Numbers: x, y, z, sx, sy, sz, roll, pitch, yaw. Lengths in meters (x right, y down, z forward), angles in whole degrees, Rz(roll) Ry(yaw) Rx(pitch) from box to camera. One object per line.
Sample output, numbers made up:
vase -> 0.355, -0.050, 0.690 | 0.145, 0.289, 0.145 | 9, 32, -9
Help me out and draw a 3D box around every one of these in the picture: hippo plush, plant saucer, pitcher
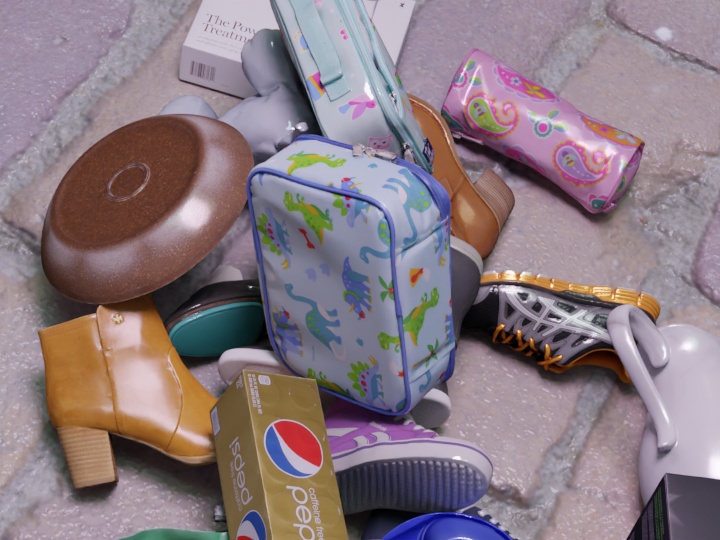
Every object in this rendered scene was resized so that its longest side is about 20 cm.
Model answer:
hippo plush -> -0.103, -0.097, 1.551 | 0.160, 0.160, 0.201 | -25, 41, 8
plant saucer -> -0.183, -0.062, 1.419 | 0.199, 0.037, 0.201 | -17, 44, 17
pitcher -> 0.269, 0.132, 1.426 | 0.171, 0.121, 0.201 | 29, 40, -35

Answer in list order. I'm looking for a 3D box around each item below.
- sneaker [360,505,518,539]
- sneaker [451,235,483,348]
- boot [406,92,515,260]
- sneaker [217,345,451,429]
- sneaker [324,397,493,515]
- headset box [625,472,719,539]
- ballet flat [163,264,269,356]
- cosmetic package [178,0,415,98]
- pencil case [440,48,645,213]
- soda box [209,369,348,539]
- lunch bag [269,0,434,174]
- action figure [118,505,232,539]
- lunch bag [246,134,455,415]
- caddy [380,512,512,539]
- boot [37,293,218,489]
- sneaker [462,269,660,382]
sneaker -> 0.101, 0.216, 1.379 | 0.199, 0.070, 0.109 | 14, 54, 3
sneaker -> 0.000, 0.000, 1.441 | 0.199, 0.075, 0.106 | 16, 40, 3
boot -> 0.035, -0.073, 1.563 | 0.200, 0.077, 0.155 | 42, 42, 0
sneaker -> -0.021, 0.071, 1.466 | 0.199, 0.071, 0.100 | 10, 49, -10
sneaker -> 0.031, 0.127, 1.360 | 0.200, 0.073, 0.115 | -7, 43, 42
headset box -> 0.291, 0.242, 1.316 | 0.173, 0.200, 0.093 | 8, 52, -7
ballet flat -> -0.087, 0.029, 1.488 | 0.199, 0.068, 0.069 | -6, 45, -28
cosmetic package -> -0.059, -0.225, 1.687 | 0.199, 0.052, 0.151 | 16, 50, 1
pencil case -> 0.169, -0.131, 1.646 | 0.199, 0.088, 0.088 | 30, 54, 12
soda box -> -0.057, 0.177, 1.283 | 0.067, 0.064, 0.201 | 10, 51, -30
lunch bag -> -0.008, -0.163, 1.474 | 0.077, 0.161, 0.201 | -25, 62, 4
action figure -> -0.102, 0.219, 1.328 | 0.199, 0.119, 0.055 | -9, 44, -28
lunch bag -> -0.008, 0.000, 1.336 | 0.160, 0.201, 0.082 | 17, 38, 35
caddy -> 0.080, 0.277, 1.282 | 0.141, 0.105, 0.201 | -34, 88, 3
boot -> -0.152, 0.088, 1.393 | 0.200, 0.071, 0.145 | -9, 83, -10
sneaker -> 0.163, 0.050, 1.516 | 0.199, 0.078, 0.078 | 6, 73, 2
